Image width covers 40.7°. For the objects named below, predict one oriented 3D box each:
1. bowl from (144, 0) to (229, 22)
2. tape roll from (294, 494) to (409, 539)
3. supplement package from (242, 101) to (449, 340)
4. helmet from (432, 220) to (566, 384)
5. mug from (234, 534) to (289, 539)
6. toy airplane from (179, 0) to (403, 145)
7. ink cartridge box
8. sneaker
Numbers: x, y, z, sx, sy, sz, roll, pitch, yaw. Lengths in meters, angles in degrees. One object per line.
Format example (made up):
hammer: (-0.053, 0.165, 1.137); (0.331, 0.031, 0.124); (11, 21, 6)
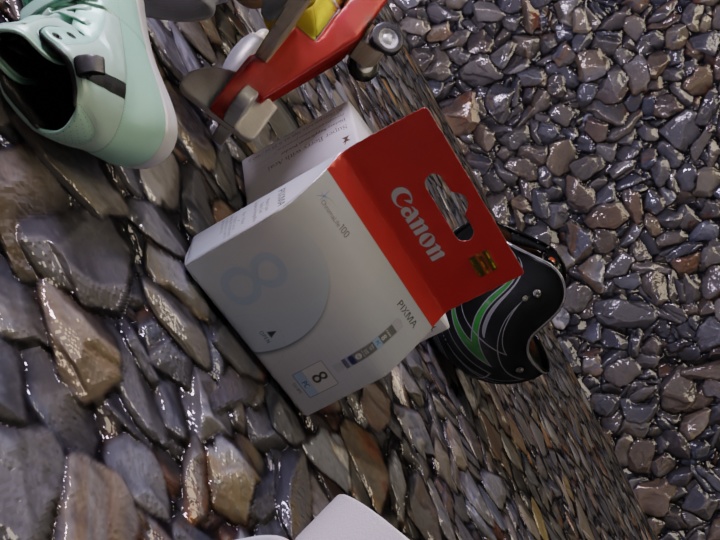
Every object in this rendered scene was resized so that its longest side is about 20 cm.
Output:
bowl: (-0.149, -0.244, 0.724); (0.201, 0.200, 0.091); (13, 84, -72)
tape roll: (0.046, 0.198, 0.491); (0.203, 0.037, 0.203); (42, -18, 17)
supplement package: (-0.017, -0.027, 0.851); (0.120, 0.121, 0.200); (50, 18, -42)
helmet: (0.177, 0.047, 1.268); (0.199, 0.191, 0.200); (24, 15, -7)
mug: (-0.038, 0.212, 0.310); (0.201, 0.133, 0.177); (67, -17, -2)
toy airplane: (-0.077, -0.203, 0.845); (0.141, 0.200, 0.199); (57, 22, -2)
ink cartridge box: (0.000, 0.000, 0.703); (0.160, 0.200, 0.047); (55, 15, -26)
sneaker: (-0.187, -0.163, 0.597); (0.201, 0.074, 0.118); (65, 16, 10)
